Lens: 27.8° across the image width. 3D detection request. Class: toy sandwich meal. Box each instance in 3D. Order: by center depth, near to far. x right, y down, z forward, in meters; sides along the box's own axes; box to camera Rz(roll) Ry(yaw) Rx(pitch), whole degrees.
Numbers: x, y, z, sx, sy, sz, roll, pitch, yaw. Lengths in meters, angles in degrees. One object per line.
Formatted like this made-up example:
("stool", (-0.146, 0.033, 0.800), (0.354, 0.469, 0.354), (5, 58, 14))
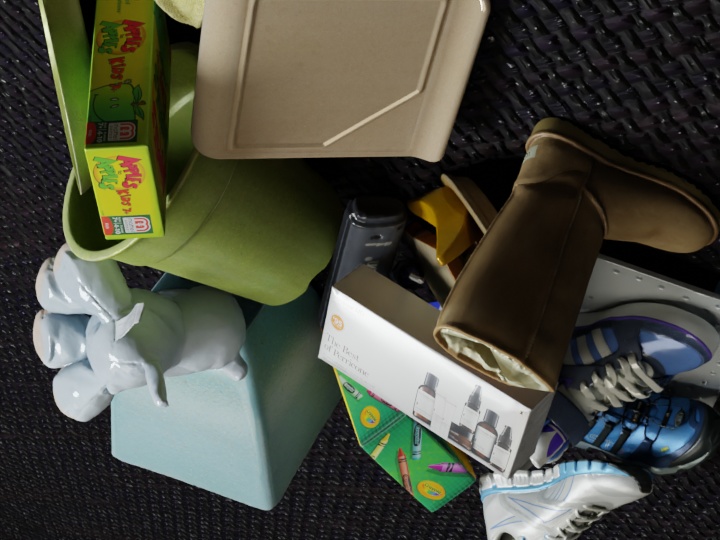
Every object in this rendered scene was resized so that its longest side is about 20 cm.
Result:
("toy sandwich meal", (0.097, 0.008, 1.200), (0.206, 0.070, 0.205), (59, 180, 0))

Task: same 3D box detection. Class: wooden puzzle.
("wooden puzzle", (-0.020, -0.151, 1.069), (0.198, 0.037, 0.186), (2, 142, -11))

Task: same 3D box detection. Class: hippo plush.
("hippo plush", (-0.186, 0.038, 1.305), (0.199, 0.160, 0.161), (-16, 89, 49))

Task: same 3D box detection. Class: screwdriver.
("screwdriver", (0.047, 0.007, 1.207), (0.029, 0.028, 0.200), (31, 180, -7))

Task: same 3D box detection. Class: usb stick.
("usb stick", (0.000, 0.000, 1.272), (0.055, 0.033, 0.200), (3, 147, -9))

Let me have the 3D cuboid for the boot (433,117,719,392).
("boot", (0.165, 0.005, 1.085), (0.174, 0.201, 0.066), (26, 152, 0))

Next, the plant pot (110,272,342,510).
("plant pot", (-0.141, 0.086, 1.496), (0.195, 0.196, 0.201), (15, 135, 18))

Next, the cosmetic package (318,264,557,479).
("cosmetic package", (0.060, 0.082, 1.202), (0.199, 0.051, 0.083), (31, 130, 23))

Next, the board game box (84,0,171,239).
("board game box", (-0.176, -0.134, 1.120), (0.047, 0.201, 0.102), (-3, 142, -2))

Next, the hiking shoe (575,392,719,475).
("hiking shoe", (0.234, 0.134, 1.321), (0.199, 0.075, 0.087), (1, 152, 46))

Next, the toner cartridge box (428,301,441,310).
("toner cartridge box", (0.133, 0.104, 1.448), (0.200, 0.043, 0.095), (42, 149, -27))

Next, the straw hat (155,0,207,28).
("straw hat", (-0.114, -0.226, 1.045), (0.200, 0.085, 0.202), (19, 151, 11))

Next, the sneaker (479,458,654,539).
("sneaker", (0.188, 0.223, 1.327), (0.075, 0.087, 0.199), (19, 155, -33))

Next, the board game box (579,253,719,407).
("board game box", (0.233, 0.043, 1.280), (0.199, 0.026, 0.200), (19, 152, 11))

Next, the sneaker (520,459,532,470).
("sneaker", (0.129, 0.147, 1.419), (0.099, 0.071, 0.200), (43, 177, 23))

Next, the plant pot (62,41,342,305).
("plant pot", (-0.120, -0.061, 1.251), (0.189, 0.202, 0.199), (30, 154, -35))

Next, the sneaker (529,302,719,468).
("sneaker", (0.199, 0.109, 1.235), (0.199, 0.147, 0.081), (-3, 141, 43))

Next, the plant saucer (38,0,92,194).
("plant saucer", (-0.235, -0.163, 1.186), (0.031, 0.201, 0.200), (-11, 153, -11))

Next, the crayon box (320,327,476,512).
("crayon box", (0.034, 0.126, 1.419), (0.058, 0.200, 0.119), (-37, 124, 11))
